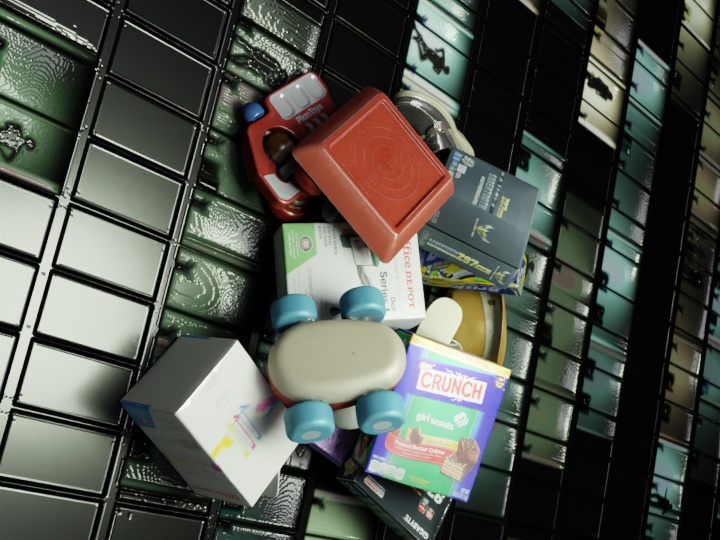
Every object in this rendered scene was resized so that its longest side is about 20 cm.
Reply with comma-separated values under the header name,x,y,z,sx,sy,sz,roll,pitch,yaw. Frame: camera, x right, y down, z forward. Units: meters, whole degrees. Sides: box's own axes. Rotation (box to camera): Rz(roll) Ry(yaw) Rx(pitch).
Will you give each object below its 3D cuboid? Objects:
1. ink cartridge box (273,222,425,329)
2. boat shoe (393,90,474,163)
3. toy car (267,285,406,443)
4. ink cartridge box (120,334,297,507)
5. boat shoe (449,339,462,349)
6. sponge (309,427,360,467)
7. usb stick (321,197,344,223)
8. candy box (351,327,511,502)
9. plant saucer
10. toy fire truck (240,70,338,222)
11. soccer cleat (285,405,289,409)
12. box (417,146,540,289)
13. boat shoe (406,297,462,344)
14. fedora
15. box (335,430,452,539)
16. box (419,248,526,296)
name,x,y,z,sx,sy,sz,roll,pitch,yaw
ink cartridge box,-0.016,0.010,1.399,0.198,0.084,0.148,-3,77,-16
boat shoe,0.118,-0.215,1.618,0.200,0.071,0.065,42,57,-43
toy car,-0.033,0.154,1.308,0.175,0.201,0.186,-6,58,-8
ink cartridge box,-0.180,0.200,1.277,0.125,0.128,0.201,-51,124,-31
boat shoe,0.127,0.136,1.521,0.071,0.063,0.202,32,50,-39
sponge,-0.016,0.232,1.470,0.200,0.030,0.112,49,57,-53
usb stick,0.002,-0.106,1.432,0.033,0.056,0.200,42,26,10
candy box,0.101,0.203,1.401,0.168,0.077,0.202,20,86,-19
plant saucer,0.031,-0.142,1.370,0.200,0.037,0.200,50,50,-7
toy fire truck,-0.088,-0.178,1.402,0.200,0.112,0.168,-38,92,-39
soccer cleat,-0.064,0.122,1.447,0.201,0.068,0.073,-67,149,-23
box,0.177,-0.083,1.489,0.157,0.051,0.201,27,45,-2
boat shoe,0.076,0.128,1.466,0.073,0.063,0.202,38,77,-6
fedora,0.182,0.087,1.639,0.081,0.201,0.203,0,90,-8
box,0.068,0.299,1.498,0.200,0.046,0.160,48,58,-30
box,0.156,-0.008,1.558,0.070,0.198,0.065,42,57,-70
